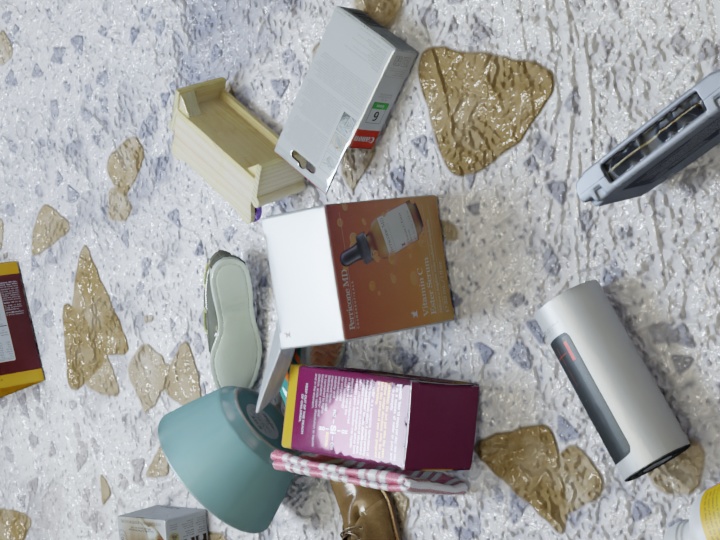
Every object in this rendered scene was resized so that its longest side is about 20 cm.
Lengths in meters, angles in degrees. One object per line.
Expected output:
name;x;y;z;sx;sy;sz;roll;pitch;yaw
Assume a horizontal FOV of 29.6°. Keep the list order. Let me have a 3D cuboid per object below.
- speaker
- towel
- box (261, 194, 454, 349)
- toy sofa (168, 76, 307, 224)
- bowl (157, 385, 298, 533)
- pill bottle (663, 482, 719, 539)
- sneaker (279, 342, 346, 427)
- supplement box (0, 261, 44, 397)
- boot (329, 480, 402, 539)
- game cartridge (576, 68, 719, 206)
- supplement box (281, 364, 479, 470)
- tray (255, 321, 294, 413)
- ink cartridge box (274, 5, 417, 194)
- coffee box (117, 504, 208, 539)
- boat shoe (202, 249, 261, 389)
speaker;0.262;0.113;1.427;0.081;0.081;0.202;-40;69;37
towel;0.011;0.236;1.609;0.198;0.146;0.030;5;85;32
box;0.000;0.000;1.571;0.105;0.199;0.155;-9;90;42
toy sofa;-0.161;-0.157;1.777;0.200;0.082;0.098;41;136;31
bowl;-0.155;0.229;1.765;0.105;0.200;0.202;-43;65;15
pill bottle;0.388;0.241;1.310;0.200;0.104;0.105;-39;69;37
sneaker;-0.070;0.122;1.736;0.079;0.071;0.203;11;97;46
supplement box;-0.641;0.111;2.214;0.196;0.132;0.203;-20;81;42
boot;0.002;0.321;1.692;0.074;0.075;0.202;-46;62;40
game cartridge;0.312;-0.132;1.315;0.200;0.132;0.041;-40;70;38
supplement box;0.023;0.172;1.609;0.198;0.130;0.105;3;85;43
tray;-0.093;0.081;1.702;0.022;0.201;0.108;19;123;-6
ink cartridge box;-0.020;-0.205;1.657;0.109;0.050;0.202;40;116;31
coffee box;-0.276;0.447;1.956;0.113;0.079;0.203;-5;91;43
boat shoe;-0.175;0.073;1.832;0.060;0.071;0.205;-136;42;-63
